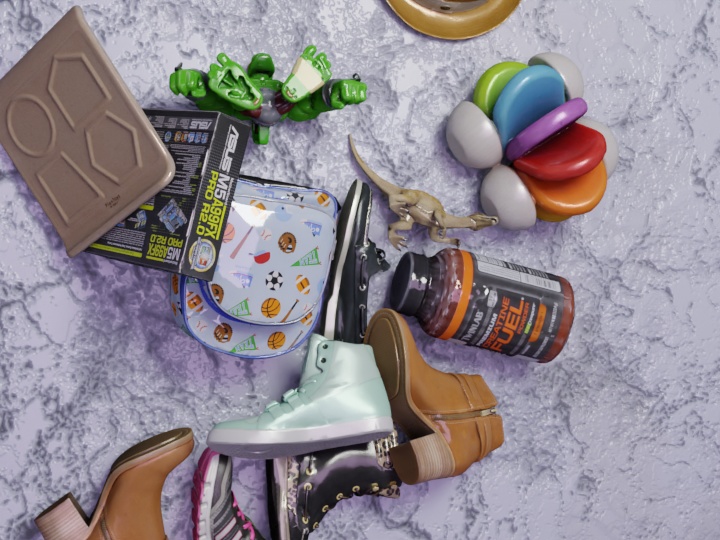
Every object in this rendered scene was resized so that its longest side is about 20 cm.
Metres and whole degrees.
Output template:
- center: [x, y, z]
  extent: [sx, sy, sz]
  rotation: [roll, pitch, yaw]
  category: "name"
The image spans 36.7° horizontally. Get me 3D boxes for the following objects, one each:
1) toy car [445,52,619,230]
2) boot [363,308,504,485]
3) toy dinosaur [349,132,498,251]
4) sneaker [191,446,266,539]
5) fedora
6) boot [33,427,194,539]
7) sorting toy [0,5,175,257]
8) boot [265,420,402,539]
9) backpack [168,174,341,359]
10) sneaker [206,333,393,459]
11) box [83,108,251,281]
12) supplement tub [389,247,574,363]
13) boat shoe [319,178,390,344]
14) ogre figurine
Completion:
- center: [0.209, -0.150, 1.239]
  extent: [0.174, 0.150, 0.201]
  rotation: [-31, 98, -12]
  category: "toy car"
- center: [0.090, 0.132, 1.230]
  extent: [0.154, 0.076, 0.202]
  rotation: [-12, 81, -42]
  category: "boot"
- center: [0.055, -0.073, 1.238]
  extent: [0.199, 0.101, 0.058]
  rotation: [28, 123, 0]
  category: "toy dinosaur"
- center: [-0.139, 0.288, 1.192]
  extent: [0.087, 0.074, 0.202]
  rotation: [-2, 96, -14]
  category: "sneaker"
- center: [0.112, -0.366, 1.247]
  extent: [0.199, 0.082, 0.203]
  rotation: [0, 90, -14]
  category: "fedora"
- center: [-0.230, 0.276, 1.170]
  extent: [0.199, 0.074, 0.155]
  rotation: [-34, 97, 0]
  category: "boot"
- center: [-0.288, -0.138, 1.110]
  extent: [0.201, 0.185, 0.036]
  rotation: [60, 34, 1]
  category: "sorting toy"
- center: [-0.028, 0.254, 1.221]
  extent: [0.149, 0.073, 0.202]
  rotation: [-4, 83, -14]
  category: "boot"
- center: [-0.115, -0.002, 1.163]
  extent: [0.198, 0.154, 0.192]
  rotation: [8, 98, -17]
  category: "backpack"
- center: [-0.071, 0.133, 1.167]
  extent: [0.199, 0.074, 0.119]
  rotation: [-7, 69, -11]
  category: "sneaker"
- center: [-0.206, -0.082, 1.111]
  extent: [0.044, 0.199, 0.162]
  rotation: [16, 85, -44]
  category: "box"
- center: [0.137, 0.036, 1.244]
  extent: [0.198, 0.107, 0.108]
  rotation: [14, 87, -14]
  category: "supplement tub"
- center: [0.000, 0.001, 1.222]
  extent: [0.066, 0.074, 0.201]
  rotation: [10, 91, -9]
  category: "boat shoe"
- center: [-0.106, -0.189, 1.174]
  extent: [0.199, 0.120, 0.099]
  rotation: [-20, 91, -15]
  category: "ogre figurine"
